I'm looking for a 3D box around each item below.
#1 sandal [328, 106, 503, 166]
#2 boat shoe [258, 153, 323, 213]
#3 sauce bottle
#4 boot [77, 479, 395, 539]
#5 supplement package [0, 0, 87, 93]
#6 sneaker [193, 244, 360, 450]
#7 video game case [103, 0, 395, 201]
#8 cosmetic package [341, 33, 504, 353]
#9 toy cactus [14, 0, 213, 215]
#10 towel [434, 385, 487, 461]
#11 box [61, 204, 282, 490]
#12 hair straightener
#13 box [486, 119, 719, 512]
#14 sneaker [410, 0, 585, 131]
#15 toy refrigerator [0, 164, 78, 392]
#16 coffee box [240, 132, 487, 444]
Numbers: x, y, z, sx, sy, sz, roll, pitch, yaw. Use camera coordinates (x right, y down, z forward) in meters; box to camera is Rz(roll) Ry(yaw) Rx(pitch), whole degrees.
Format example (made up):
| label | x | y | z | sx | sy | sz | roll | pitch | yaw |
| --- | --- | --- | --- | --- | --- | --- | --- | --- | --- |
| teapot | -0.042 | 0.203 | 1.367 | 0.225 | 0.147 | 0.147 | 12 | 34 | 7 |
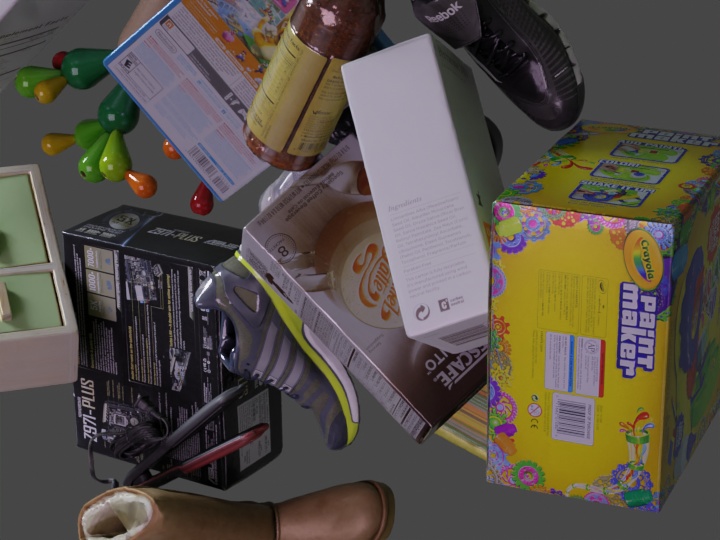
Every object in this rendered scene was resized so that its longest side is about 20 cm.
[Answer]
| label | x | y | z | sx | sy | sz | roll | pitch | yaw |
| --- | --- | --- | --- | --- | --- | --- | --- | --- | --- |
| sandal | 0.016 | -0.123 | 1.481 | 0.200 | 0.048 | 0.075 | 28 | 121 | 9 |
| boat shoe | 0.001 | -0.001 | 1.517 | 0.202 | 0.074 | 0.065 | 55 | 133 | 13 |
| sauce bottle | -0.021 | -0.163 | 1.387 | 0.066 | 0.066 | 0.200 | 40 | 125 | 15 |
| boot | -0.097 | 0.204 | 1.578 | 0.175 | 0.200 | 0.066 | -28 | 60 | 38 |
| supplement package | -0.323 | -0.229 | 1.619 | 0.200 | 0.120 | 0.121 | -39 | 83 | 38 |
| sneaker | -0.066 | 0.066 | 1.552 | 0.200 | 0.081 | 0.074 | 62 | 173 | -24 |
| video game case | -0.083 | -0.157 | 1.465 | 0.200 | 0.018 | 0.143 | -35 | 100 | 33 |
| cosmetic package | 0.056 | -0.051 | 1.363 | 0.071 | 0.101 | 0.201 | -19 | 76 | 17 |
| toy cactus | -0.180 | -0.144 | 1.588 | 0.200 | 0.102 | 0.165 | 29 | 103 | 26 |
| towel | 0.114 | 0.058 | 1.497 | 0.086 | 0.018 | 0.200 | 27 | 121 | 19 |
| box | -0.156 | 0.062 | 1.638 | 0.163 | 0.086 | 0.201 | 11 | 114 | 31 |
| hair straightener | -0.159 | 0.134 | 1.595 | 0.200 | 0.041 | 0.077 | -30 | 89 | 43 |
| box | 0.172 | 0.024 | 1.321 | 0.122 | 0.193 | 0.201 | 8 | 113 | 21 |
| sneaker | 0.082 | -0.179 | 1.379 | 0.066 | 0.090 | 0.200 | -32 | 88 | 39 |
| toy refrigerator | -0.290 | 0.001 | 1.642 | 0.070 | 0.076 | 0.200 | 101 | 157 | -46 |
| coffee box | 0.020 | 0.014 | 1.444 | 0.200 | 0.114 | 0.080 | 46 | 166 | 7 |
